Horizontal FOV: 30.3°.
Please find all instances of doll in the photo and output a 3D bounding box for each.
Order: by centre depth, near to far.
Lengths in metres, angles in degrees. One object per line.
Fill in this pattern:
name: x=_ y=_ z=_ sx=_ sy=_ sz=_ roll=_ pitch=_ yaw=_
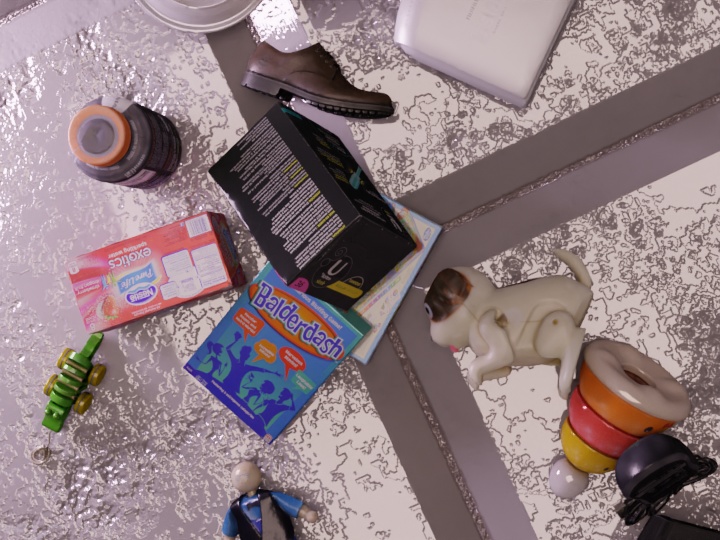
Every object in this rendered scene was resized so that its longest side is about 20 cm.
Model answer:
doll: x=-0.114 y=0.339 z=1.702 sx=0.136 sy=0.048 sz=0.201 roll=-24 pitch=81 yaw=16

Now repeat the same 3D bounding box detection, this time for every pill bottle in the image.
pill bottle: x=-0.296 y=-0.159 z=1.647 sx=0.106 sy=0.200 sz=0.107 roll=0 pitch=90 yaw=7

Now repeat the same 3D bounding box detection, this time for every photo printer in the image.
photo printer: x=0.150 y=-0.317 z=1.655 sx=0.200 sy=0.069 sz=0.167 roll=26 pitch=93 yaw=6

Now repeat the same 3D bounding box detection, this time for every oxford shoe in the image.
oxford shoe: x=-0.047 y=-0.244 z=1.680 sx=0.199 sy=0.073 sz=0.085 roll=18 pitch=91 yaw=7

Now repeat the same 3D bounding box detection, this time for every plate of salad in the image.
plate of salad: x=-0.206 y=-0.402 z=1.712 sx=0.199 sy=0.048 sz=0.201 roll=0 pitch=86 yaw=-2

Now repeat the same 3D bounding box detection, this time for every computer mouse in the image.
computer mouse: x=0.346 y=0.237 z=1.581 sx=0.138 sy=0.200 sz=0.053 roll=-35 pitch=63 yaw=8

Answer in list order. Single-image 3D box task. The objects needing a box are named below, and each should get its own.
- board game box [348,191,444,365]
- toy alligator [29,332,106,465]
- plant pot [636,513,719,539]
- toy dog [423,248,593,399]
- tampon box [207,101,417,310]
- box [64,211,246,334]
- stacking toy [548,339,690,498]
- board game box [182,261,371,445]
board game box: x=0.000 y=0.000 z=1.693 sx=0.134 sy=0.034 sz=0.200 roll=30 pitch=94 yaw=6
toy alligator: x=-0.388 y=0.169 z=1.733 sx=0.059 sy=0.054 sz=0.200 roll=27 pitch=94 yaw=7
plant pot: x=0.399 y=0.392 z=1.572 sx=0.199 sy=0.200 sz=0.178 roll=14 pitch=83 yaw=7
toy dog: x=0.175 y=0.057 z=1.621 sx=0.199 sy=0.140 sz=0.195 roll=13 pitch=91 yaw=9
tampon box: x=-0.057 y=-0.075 z=1.605 sx=0.126 sy=0.150 sz=0.200 roll=-43 pitch=60 yaw=14
box: x=-0.259 y=0.004 z=1.696 sx=0.199 sy=0.095 sz=0.103 roll=-20 pitch=88 yaw=7
stacking toy: x=0.295 y=0.198 z=1.627 sx=0.146 sy=0.146 sz=0.200 roll=31 pitch=112 yaw=6
board game box: x=-0.106 y=0.097 z=1.676 sx=0.152 sy=0.045 sz=0.200 roll=41 pitch=109 yaw=3
